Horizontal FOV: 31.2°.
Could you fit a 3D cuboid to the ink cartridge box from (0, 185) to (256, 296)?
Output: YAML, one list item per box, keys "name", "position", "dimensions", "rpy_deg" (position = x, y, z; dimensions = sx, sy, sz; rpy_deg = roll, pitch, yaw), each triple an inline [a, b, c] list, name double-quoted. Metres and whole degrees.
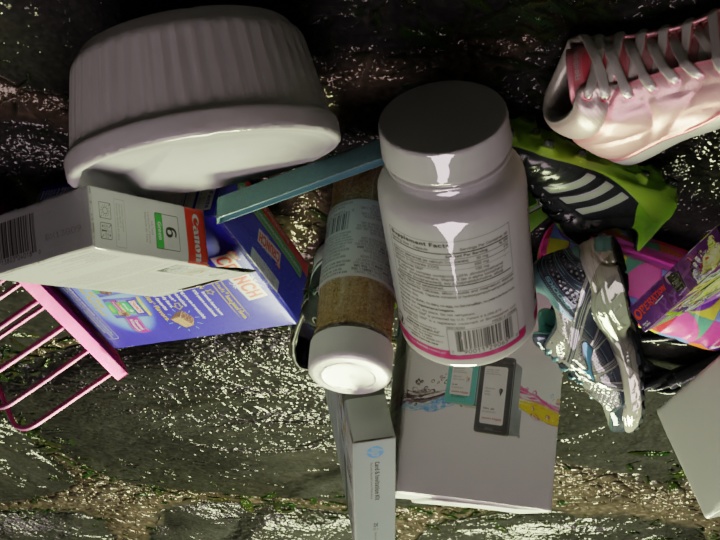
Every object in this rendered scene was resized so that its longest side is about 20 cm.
- name: "ink cartridge box"
  position: [-0.185, -0.019, 1.028]
  dimensions: [0.108, 0.051, 0.200]
  rpy_deg: [-14, 168, 30]

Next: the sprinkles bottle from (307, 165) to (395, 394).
- name: "sprinkles bottle"
  position: [0.000, 0.000, 1.071]
  dimensions: [0.068, 0.201, 0.068]
  rpy_deg: [4, 148, 3]

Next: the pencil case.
- name: "pencil case"
  position: [0.254, 0.010, 1.157]
  dimensions: [0.199, 0.089, 0.088]
  rpy_deg: [17, 147, -20]

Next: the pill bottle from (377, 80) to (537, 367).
- name: "pill bottle"
  position: [0.073, -0.035, 0.983]
  dimensions: [0.113, 0.114, 0.201]
  rpy_deg: [-1, 130, 12]

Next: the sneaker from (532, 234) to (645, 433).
- name: "sneaker"
  position: [0.193, 0.057, 1.098]
  dimensions: [0.086, 0.078, 0.201]
  rpy_deg: [-8, 124, 16]

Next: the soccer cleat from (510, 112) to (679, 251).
- name: "soccer cleat"
  position: [0.166, -0.068, 1.047]
  dimensions: [0.199, 0.068, 0.081]
  rpy_deg: [18, 116, -19]

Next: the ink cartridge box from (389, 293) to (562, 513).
- name: "ink cartridge box"
  position: [0.104, 0.121, 1.215]
  dimensions: [0.145, 0.201, 0.147]
  rpy_deg: [7, 169, -2]

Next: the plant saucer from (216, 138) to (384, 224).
- name: "plant saucer"
  position: [-0.023, -0.080, 1.026]
  dimensions: [0.199, 0.019, 0.070]
  rpy_deg: [-20, 180, -7]

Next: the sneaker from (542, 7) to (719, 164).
- name: "sneaker"
  position: [0.211, -0.142, 0.924]
  dimensions: [0.104, 0.076, 0.200]
  rpy_deg: [17, 151, -27]

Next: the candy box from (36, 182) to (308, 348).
- name: "candy box"
  position: [-0.171, -0.012, 1.161]
  dimensions: [0.199, 0.077, 0.169]
  rpy_deg: [-7, 142, 22]

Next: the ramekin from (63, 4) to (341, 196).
- name: "ramekin"
  position: [-0.120, -0.122, 0.938]
  dimensions: [0.201, 0.095, 0.202]
  rpy_deg: [-11, 175, -1]

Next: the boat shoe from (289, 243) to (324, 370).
- name: "boat shoe"
  position: [-0.030, 0.039, 1.266]
  dimensions: [0.070, 0.067, 0.200]
  rpy_deg: [16, 147, -15]

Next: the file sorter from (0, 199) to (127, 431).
- name: "file sorter"
  position: [-0.338, 0.039, 1.210]
  dimensions: [0.125, 0.139, 0.200]
  rpy_deg: [-35, 142, -3]

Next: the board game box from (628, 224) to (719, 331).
- name: "board game box"
  position: [0.316, -0.018, 1.036]
  dimensions: [0.199, 0.032, 0.120]
  rpy_deg: [-19, 154, -36]

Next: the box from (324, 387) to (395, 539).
- name: "box"
  position: [-0.003, 0.129, 1.169]
  dimensions: [0.041, 0.201, 0.157]
  rpy_deg: [-7, 132, -7]

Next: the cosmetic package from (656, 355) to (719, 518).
- name: "cosmetic package"
  position: [0.422, 0.122, 1.194]
  dimensions: [0.198, 0.123, 0.200]
  rpy_deg: [-4, 148, -29]

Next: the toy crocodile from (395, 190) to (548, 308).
- name: "toy crocodile"
  position: [0.081, -0.016, 1.117]
  dimensions: [0.199, 0.068, 0.062]
  rpy_deg: [-31, 128, 8]

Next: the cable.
- name: "cable"
  position: [0.326, 0.086, 1.296]
  dimensions: [0.199, 0.051, 0.164]
  rpy_deg: [7, 148, -3]
